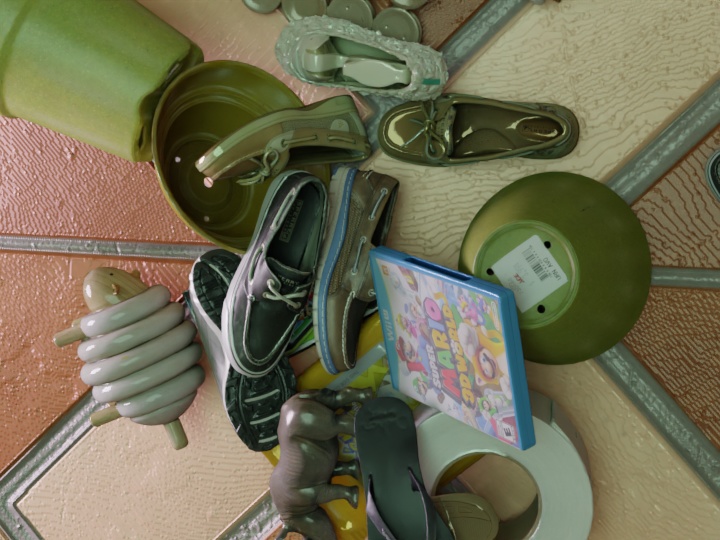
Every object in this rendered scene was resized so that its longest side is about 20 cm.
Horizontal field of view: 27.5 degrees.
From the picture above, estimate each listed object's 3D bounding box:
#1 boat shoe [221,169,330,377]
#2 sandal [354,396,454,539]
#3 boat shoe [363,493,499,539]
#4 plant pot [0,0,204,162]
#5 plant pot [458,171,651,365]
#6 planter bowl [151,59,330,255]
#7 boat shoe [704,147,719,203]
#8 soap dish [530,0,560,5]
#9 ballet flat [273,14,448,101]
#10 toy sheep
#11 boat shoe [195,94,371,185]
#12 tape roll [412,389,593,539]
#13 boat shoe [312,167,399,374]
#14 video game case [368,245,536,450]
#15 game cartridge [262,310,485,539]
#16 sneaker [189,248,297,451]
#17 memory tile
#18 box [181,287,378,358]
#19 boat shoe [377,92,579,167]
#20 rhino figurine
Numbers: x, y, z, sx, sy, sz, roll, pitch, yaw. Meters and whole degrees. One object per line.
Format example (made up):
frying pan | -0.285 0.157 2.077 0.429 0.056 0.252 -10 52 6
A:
boat shoe | -0.078 0.005 1.367 0.070 0.064 0.201 13 94 -22
sandal | 0.035 0.210 1.310 0.076 0.043 0.201 -18 73 -2
boat shoe | 0.034 0.267 1.350 0.199 0.065 0.072 -29 74 -6
plant pot | -0.263 -0.204 1.450 0.184 0.200 0.201 28 98 9
plant pot | 0.164 -0.001 1.335 0.186 0.200 0.188 0 91 15
planter bowl | -0.133 -0.098 1.450 0.083 0.200 0.201 -27 83 51
boat shoe | 0.402 -0.048 1.345 0.200 0.057 0.069 39 100 11
soap dish | 0.127 -0.352 1.368 0.200 0.157 0.081 42 84 11
ballet flat | -0.011 -0.205 1.423 0.199 0.072 0.072 13 95 29
toy sheep | -0.223 0.089 1.480 0.137 0.138 0.201 -22 100 14
boat shoe | -0.069 -0.115 1.406 0.073 0.200 0.063 -32 84 43
tape roll | 0.121 0.208 1.393 0.201 0.071 0.204 2 104 7
boat shoe | 0.000 0.000 1.399 0.072 0.072 0.201 3 83 15
video game case | 0.078 0.065 1.298 0.018 0.200 0.144 -21 112 -27
game cartridge | 0.010 0.159 1.450 0.200 0.032 0.177 -40 92 12
sneaker | -0.116 0.078 1.437 0.074 0.079 0.201 -17 89 -17
memory tile | -0.020 -0.303 1.449 0.199 0.017 0.154 19 116 12
box | -0.070 0.026 1.483 0.199 0.035 0.111 -28 84 14
boat shoe | 0.109 -0.138 1.418 0.199 0.063 0.074 -2 91 15
rhino figurine | -0.044 0.199 1.420 0.087 0.060 0.201 7 116 -4
